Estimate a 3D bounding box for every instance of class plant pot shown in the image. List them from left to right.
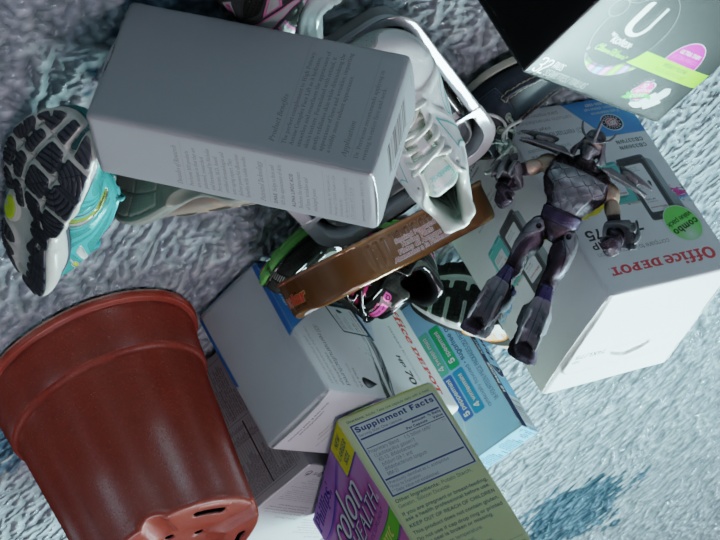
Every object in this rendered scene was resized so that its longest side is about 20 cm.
[{"bbox_3d":[-0.190,0.154,1.685,0.200,0.196,0.201,-23,153,-12],"label":"plant pot"}]

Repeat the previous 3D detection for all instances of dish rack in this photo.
[{"bbox_3d":[-0.002,-0.115,1.550,0.171,0.044,0.200,-33,143,8],"label":"dish rack"}]

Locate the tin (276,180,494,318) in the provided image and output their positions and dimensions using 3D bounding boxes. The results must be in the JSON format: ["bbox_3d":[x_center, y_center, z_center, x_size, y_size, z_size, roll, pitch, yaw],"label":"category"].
[{"bbox_3d":[0.023,-0.017,1.642,0.199,0.042,0.112,-27,176,-28],"label":"tin"}]

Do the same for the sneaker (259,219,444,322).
[{"bbox_3d":[0.000,0.000,1.730,0.199,0.084,0.077,-3,142,-42],"label":"sneaker"}]

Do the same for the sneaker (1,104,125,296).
[{"bbox_3d":[-0.211,-0.061,1.453,0.079,0.078,0.200,-32,165,-29],"label":"sneaker"}]

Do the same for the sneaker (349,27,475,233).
[{"bbox_3d":[0.045,-0.103,1.493,0.070,0.080,0.200,-29,141,5],"label":"sneaker"}]

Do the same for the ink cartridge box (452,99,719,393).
[{"bbox_3d":[0.194,-0.024,1.752,0.146,0.201,0.146,-12,148,-32],"label":"ink cartridge box"}]

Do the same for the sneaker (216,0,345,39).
[{"bbox_3d":[-0.065,-0.188,1.378,0.086,0.081,0.200,7,143,-15],"label":"sneaker"}]

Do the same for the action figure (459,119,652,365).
[{"bbox_3d":[0.154,-0.028,1.614,0.201,0.130,0.069,-65,165,6],"label":"action figure"}]

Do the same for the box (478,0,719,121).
[{"bbox_3d":[0.196,-0.218,1.507,0.148,0.125,0.200,-43,149,25],"label":"box"}]

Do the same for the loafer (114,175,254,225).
[{"bbox_3d":[-0.099,-0.076,1.467,0.199,0.072,0.063,-14,169,40],"label":"loafer"}]

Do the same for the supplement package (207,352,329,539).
[{"bbox_3d":[-0.106,0.182,1.864,0.200,0.151,0.152,-41,152,20],"label":"supplement package"}]

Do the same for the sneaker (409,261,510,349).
[{"bbox_3d":[0.139,0.050,1.865,0.080,0.199,0.074,83,25,-53],"label":"sneaker"}]

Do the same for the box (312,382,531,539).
[{"bbox_3d":[0.055,0.234,1.729,0.096,0.200,0.176,-20,151,-22],"label":"box"}]

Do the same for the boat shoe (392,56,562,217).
[{"bbox_3d":[0.093,-0.114,1.651,0.199,0.062,0.075,-29,152,-2],"label":"boat shoe"}]

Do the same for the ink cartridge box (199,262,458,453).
[{"bbox_3d":[-0.026,0.083,1.779,0.086,0.147,0.200,-45,150,24],"label":"ink cartridge box"}]

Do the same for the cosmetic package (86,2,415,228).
[{"bbox_3d":[-0.072,-0.104,1.348,0.199,0.102,0.074,12,150,11],"label":"cosmetic package"}]

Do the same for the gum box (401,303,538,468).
[{"bbox_3d":[0.044,0.139,1.918,0.200,0.170,0.045,-37,153,14],"label":"gum box"}]
